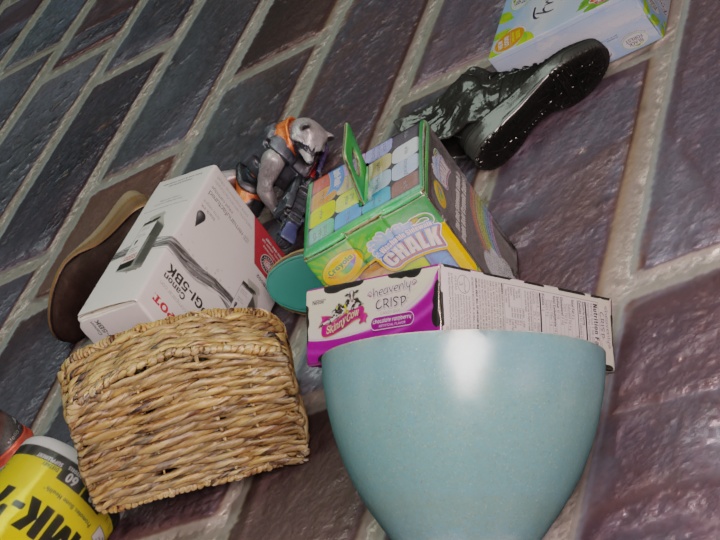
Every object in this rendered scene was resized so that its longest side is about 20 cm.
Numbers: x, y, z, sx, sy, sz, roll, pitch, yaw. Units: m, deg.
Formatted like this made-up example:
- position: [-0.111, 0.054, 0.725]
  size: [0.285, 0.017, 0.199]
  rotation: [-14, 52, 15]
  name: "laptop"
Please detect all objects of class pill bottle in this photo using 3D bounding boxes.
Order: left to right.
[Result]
- position: [-0.304, 0.254, 1.621]
  size: [0.114, 0.114, 0.200]
  rotation: [-8, 39, 48]
  name: "pill bottle"

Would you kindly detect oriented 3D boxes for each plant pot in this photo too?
- position: [0.073, 0.126, 1.281]
  size: [0.200, 0.200, 0.135]
  rotation: [-14, 71, 42]
  name: "plant pot"

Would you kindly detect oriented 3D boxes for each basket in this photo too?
- position: [-0.155, 0.095, 1.590]
  size: [0.199, 0.143, 0.149]
  rotation: [-15, 27, -1]
  name: "basket"

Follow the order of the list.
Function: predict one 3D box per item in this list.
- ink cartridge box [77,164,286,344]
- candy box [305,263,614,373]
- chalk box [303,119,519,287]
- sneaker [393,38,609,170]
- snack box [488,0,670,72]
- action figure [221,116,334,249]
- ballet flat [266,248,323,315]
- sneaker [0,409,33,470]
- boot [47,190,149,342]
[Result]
- position: [-0.164, 0.021, 1.784]
  size: [0.083, 0.147, 0.200]
  rotation: [-16, 34, 36]
  name: "ink cartridge box"
- position: [0.076, 0.045, 1.372]
  size: [0.136, 0.199, 0.061]
  rotation: [-12, 73, 43]
  name: "candy box"
- position: [0.031, -0.030, 1.544]
  size: [0.123, 0.200, 0.125]
  rotation: [-29, 26, 19]
  name: "chalk box"
- position: [0.135, -0.170, 1.775]
  size: [0.200, 0.060, 0.104]
  rotation: [-41, 47, 2]
  name: "sneaker"
- position: [0.226, -0.273, 1.846]
  size: [0.168, 0.068, 0.200]
  rotation: [-23, 28, 32]
  name: "snack box"
- position: [-0.108, -0.088, 1.950]
  size: [0.193, 0.105, 0.200]
  rotation: [-39, 20, 23]
  name: "action figure"
- position: [0.000, 0.000, 1.721]
  size: [0.199, 0.069, 0.063]
  rotation: [-10, 9, 41]
  name: "ballet flat"
- position: [-0.437, 0.202, 1.921]
  size: [0.200, 0.082, 0.077]
  rotation: [-36, 25, 5]
  name: "sneaker"
- position: [-0.256, 0.024, 1.987]
  size: [0.200, 0.072, 0.166]
  rotation: [-58, 41, 13]
  name: "boot"
